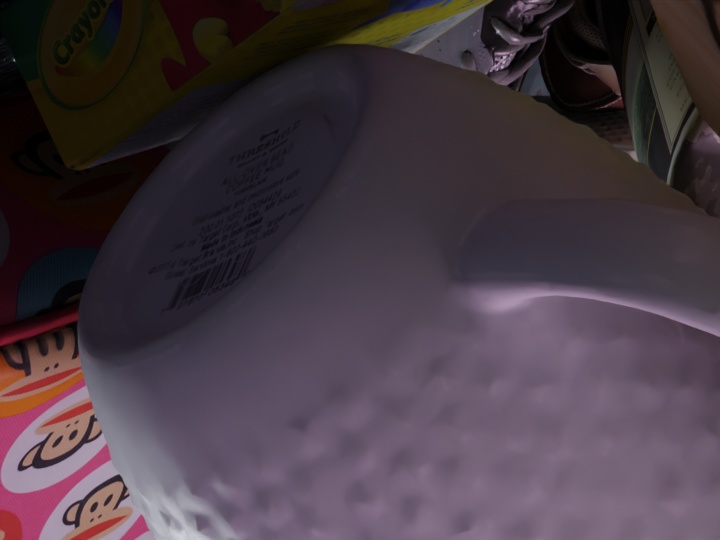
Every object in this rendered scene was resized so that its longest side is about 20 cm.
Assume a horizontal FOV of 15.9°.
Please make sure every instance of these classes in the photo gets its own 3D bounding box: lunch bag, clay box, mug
[{"bbox_3d":[-0.103,0.043,0.676,0.200,0.082,0.176,-21,144,-43],"label":"lunch bag"},{"bbox_3d":[0.021,-0.092,0.574,0.115,0.048,0.200,-21,172,-47],"label":"clay box"},{"bbox_3d":[0.044,0.035,0.565,0.200,0.175,0.148,-13,-139,51],"label":"mug"}]

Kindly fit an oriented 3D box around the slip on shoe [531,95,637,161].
[{"bbox_3d":[0.040,-0.032,1.065,0.200,0.061,0.074,-9,-166,33],"label":"slip on shoe"}]

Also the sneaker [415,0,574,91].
[{"bbox_3d":[0.041,-0.053,0.751,0.075,0.116,0.200,-25,176,-46],"label":"sneaker"}]

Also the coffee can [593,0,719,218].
[{"bbox_3d":[0.147,-0.054,0.735,0.146,0.146,0.200,-29,-158,13],"label":"coffee can"}]

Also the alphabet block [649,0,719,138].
[{"bbox_3d":[0.179,-0.055,0.466,0.196,0.200,0.195,-37,153,0],"label":"alphabet block"}]

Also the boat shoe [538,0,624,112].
[{"bbox_3d":[0.101,-0.104,0.937,0.072,0.076,0.200,-17,169,-21],"label":"boat shoe"}]

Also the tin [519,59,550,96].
[{"bbox_3d":[0.136,-0.090,1.071,0.042,0.112,0.200,24,137,-35],"label":"tin"}]
